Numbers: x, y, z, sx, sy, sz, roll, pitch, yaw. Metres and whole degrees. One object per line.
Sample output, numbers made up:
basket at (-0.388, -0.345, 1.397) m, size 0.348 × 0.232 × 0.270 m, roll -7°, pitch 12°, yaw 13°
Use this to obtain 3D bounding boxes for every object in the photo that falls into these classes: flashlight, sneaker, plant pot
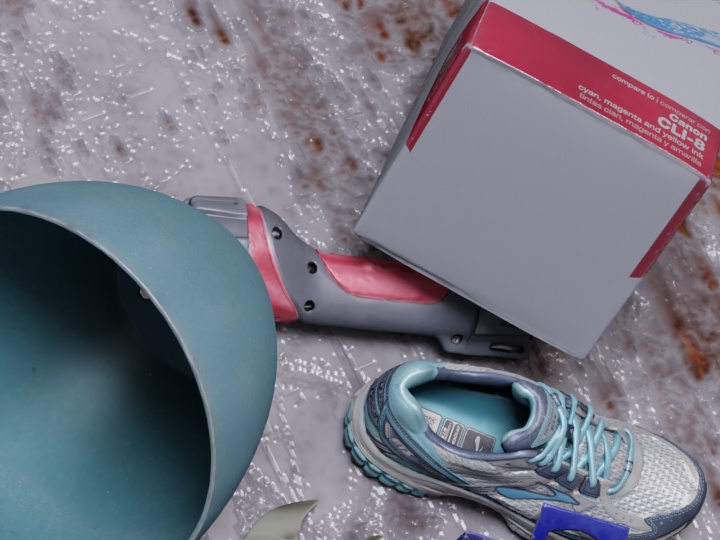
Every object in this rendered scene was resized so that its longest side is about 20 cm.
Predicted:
flashlight at (0.000, 0.000, 1.360) m, size 0.199 × 0.068 × 0.068 m, roll 4°, pitch 53°, yaw -14°
sneaker at (0.094, 0.097, 1.332) m, size 0.199 × 0.086 × 0.078 m, roll 13°, pitch 65°, yaw -10°
plant pot at (-0.119, 0.037, 1.256) m, size 0.200 × 0.200 × 0.135 m, roll 45°, pitch 39°, yaw 6°

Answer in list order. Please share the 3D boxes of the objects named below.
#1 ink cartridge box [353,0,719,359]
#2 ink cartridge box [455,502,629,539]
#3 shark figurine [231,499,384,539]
ink cartridge box at (0.109, -0.089, 1.349) m, size 0.144 × 0.146 × 0.200 m, roll 28°, pitch 40°, yaw -4°
ink cartridge box at (0.091, 0.223, 1.287) m, size 0.136 × 0.076 × 0.201 m, roll 17°, pitch 63°, yaw -8°
shark figurine at (-0.007, 0.179, 1.264) m, size 0.128 × 0.214 × 0.090 m, roll -29°, pitch 118°, yaw -53°
